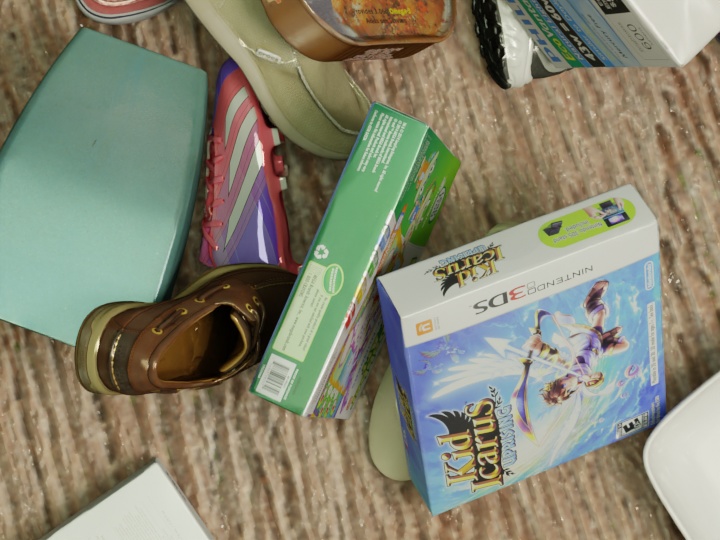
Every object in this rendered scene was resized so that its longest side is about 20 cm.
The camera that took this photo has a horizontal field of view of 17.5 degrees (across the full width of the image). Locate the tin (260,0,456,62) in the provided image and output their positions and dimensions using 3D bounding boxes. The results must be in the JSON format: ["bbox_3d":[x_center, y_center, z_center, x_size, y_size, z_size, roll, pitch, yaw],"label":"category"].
[{"bbox_3d":[-0.006,-0.195,1.550,0.042,0.200,0.113,-21,84,33],"label":"tin"}]

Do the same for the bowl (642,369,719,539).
[{"bbox_3d":[0.312,0.139,1.609,0.199,0.075,0.200,-37,91,3],"label":"bowl"}]

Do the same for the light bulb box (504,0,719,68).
[{"bbox_3d":[0.145,-0.240,1.480,0.125,0.200,0.198,-44,105,-10],"label":"light bulb box"}]

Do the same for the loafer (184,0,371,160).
[{"bbox_3d":[-0.046,-0.153,1.564,0.068,0.076,0.200,-26,127,25],"label":"loafer"}]

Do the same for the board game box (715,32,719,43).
[{"bbox_3d":[0.323,-0.189,1.618,0.200,0.062,0.200,37,89,-2],"label":"board game box"}]

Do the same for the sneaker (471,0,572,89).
[{"bbox_3d":[0.113,-0.229,1.612,0.079,0.074,0.201,-10,97,-11],"label":"sneaker"}]

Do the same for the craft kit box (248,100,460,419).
[{"bbox_3d":[0.000,0.000,1.540,0.048,0.198,0.201,23,90,6],"label":"craft kit box"}]

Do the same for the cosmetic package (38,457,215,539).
[{"bbox_3d":[-0.145,0.254,1.610,0.150,0.052,0.200,-34,91,-3],"label":"cosmetic package"}]

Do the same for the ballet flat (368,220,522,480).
[{"bbox_3d":[0.065,0.055,1.609,0.069,0.069,0.201,28,90,-2],"label":"ballet flat"}]

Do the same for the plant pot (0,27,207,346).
[{"bbox_3d":[-0.176,-0.050,1.569,0.141,0.141,0.201,20,85,-2],"label":"plant pot"}]

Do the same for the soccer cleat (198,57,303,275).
[{"bbox_3d":[-0.083,-0.045,1.606,0.076,0.067,0.201,-11,93,3],"label":"soccer cleat"}]

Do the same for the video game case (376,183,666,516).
[{"bbox_3d":[0.111,0.056,1.546,0.180,0.046,0.201,-20,135,-10],"label":"video game case"}]

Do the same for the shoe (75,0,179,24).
[{"bbox_3d":[-0.110,-0.236,1.588,0.199,0.091,0.072,-30,91,-1],"label":"shoe"}]

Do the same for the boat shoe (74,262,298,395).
[{"bbox_3d":[-0.092,0.043,1.497,0.067,0.200,0.072,11,108,37],"label":"boat shoe"}]
